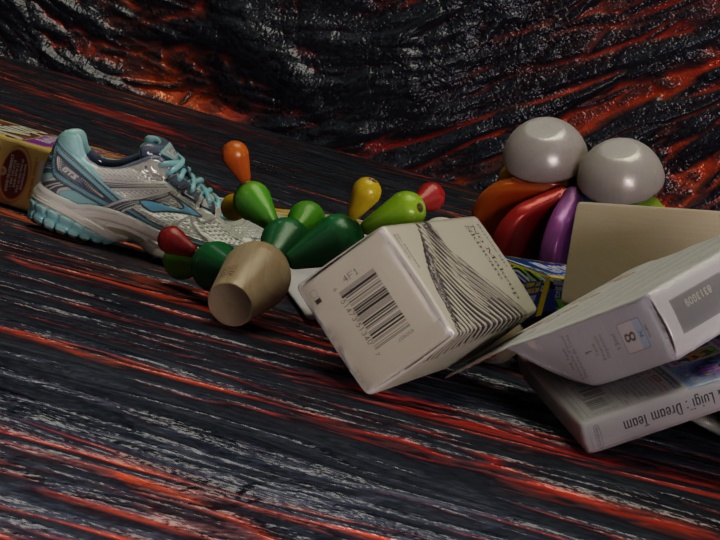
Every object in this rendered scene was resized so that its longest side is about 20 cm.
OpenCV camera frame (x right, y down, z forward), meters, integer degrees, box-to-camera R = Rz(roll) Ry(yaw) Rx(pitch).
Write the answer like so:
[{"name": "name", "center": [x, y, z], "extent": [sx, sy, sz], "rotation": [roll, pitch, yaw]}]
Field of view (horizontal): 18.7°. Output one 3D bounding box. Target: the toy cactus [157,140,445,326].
[{"name": "toy cactus", "center": [-0.054, -0.019, 1.434], "extent": [0.199, 0.103, 0.165], "rotation": [-1, 23, 20]}]

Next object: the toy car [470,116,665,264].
[{"name": "toy car", "center": [0.198, -0.037, 2.089], "extent": [0.199, 0.176, 0.150], "rotation": [18, 42, 30]}]

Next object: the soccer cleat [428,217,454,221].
[{"name": "soccer cleat", "center": [0.051, -0.002, 1.661], "extent": [0.069, 0.078, 0.200], "rotation": [15, 6, 8]}]

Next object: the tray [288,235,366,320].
[{"name": "tray", "center": [0.000, 0.000, 1.590], "extent": [0.107, 0.022, 0.200], "rotation": [-30, 11, -3]}]

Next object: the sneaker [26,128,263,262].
[{"name": "sneaker", "center": [-0.142, -0.052, 1.615], "extent": [0.199, 0.087, 0.078], "rotation": [14, 7, -5]}]

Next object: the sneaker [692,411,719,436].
[{"name": "sneaker", "center": [0.274, 0.088, 1.466], "extent": [0.199, 0.075, 0.081], "rotation": [11, 21, -17]}]

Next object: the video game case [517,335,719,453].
[{"name": "video game case", "center": [0.201, 0.052, 1.344], "extent": [0.181, 0.024, 0.200], "rotation": [-18, 11, -3]}]

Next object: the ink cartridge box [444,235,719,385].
[{"name": "ink cartridge box", "center": [0.170, 0.031, 1.362], "extent": [0.160, 0.047, 0.200], "rotation": [-27, 0, -39]}]

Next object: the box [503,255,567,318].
[{"name": "box", "center": [0.172, 0.033, 1.695], "extent": [0.070, 0.065, 0.200], "rotation": [20, 8, 40]}]

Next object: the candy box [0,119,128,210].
[{"name": "candy box", "center": [-0.264, -0.081, 1.754], "extent": [0.199, 0.057, 0.117], "rotation": [16, 7, 22]}]

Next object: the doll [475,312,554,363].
[{"name": "doll", "center": [0.169, 0.054, 1.534], "extent": [0.199, 0.049, 0.136], "rotation": [11, -11, -17]}]

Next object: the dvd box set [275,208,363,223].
[{"name": "dvd box set", "center": [-0.014, -0.024, 1.935], "extent": [0.146, 0.030, 0.200], "rotation": [19, 8, 34]}]

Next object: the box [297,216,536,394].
[{"name": "box", "center": [0.039, 0.018, 1.340], "extent": [0.082, 0.068, 0.200], "rotation": [56, 18, 6]}]

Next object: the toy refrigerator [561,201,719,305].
[{"name": "toy refrigerator", "center": [0.247, 0.002, 1.512], "extent": [0.199, 0.076, 0.070], "rotation": [5, -10, 34]}]
